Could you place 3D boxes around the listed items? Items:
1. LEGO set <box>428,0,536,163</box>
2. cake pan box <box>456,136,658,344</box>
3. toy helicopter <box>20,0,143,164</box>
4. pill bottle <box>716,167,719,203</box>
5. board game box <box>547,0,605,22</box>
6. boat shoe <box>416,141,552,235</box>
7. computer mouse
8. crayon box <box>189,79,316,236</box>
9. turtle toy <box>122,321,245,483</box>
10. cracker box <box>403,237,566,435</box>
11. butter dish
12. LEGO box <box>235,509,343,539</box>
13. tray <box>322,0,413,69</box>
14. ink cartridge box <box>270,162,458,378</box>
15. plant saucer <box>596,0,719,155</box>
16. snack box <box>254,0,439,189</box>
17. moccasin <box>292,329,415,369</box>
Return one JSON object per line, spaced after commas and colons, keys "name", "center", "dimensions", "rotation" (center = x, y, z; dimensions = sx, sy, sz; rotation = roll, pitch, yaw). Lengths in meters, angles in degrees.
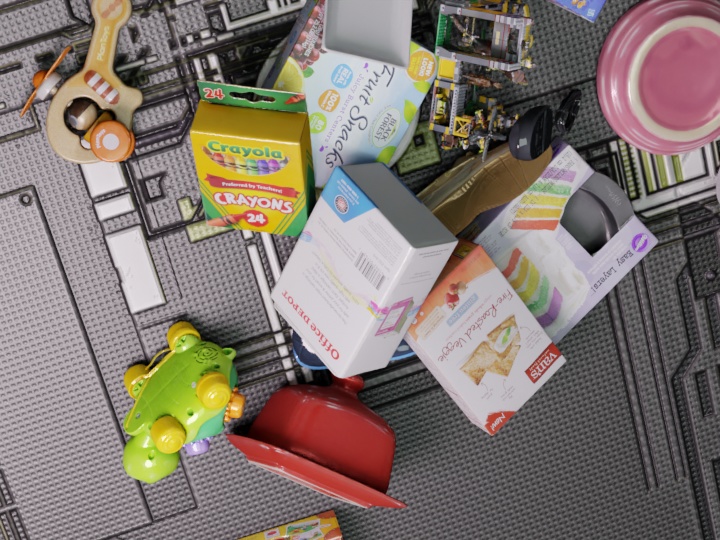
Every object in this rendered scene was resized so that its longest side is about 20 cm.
{"name": "LEGO set", "center": [0.161, -0.225, 1.662], "dimensions": [0.153, 0.115, 0.202], "rotation": [-6, 109, -57]}
{"name": "cake pan box", "center": [0.244, -0.037, 1.804], "dimensions": [0.200, 0.052, 0.184], "rotation": [-44, 112, 5]}
{"name": "toy helicopter", "center": [-0.305, -0.221, 1.634], "dimensions": [0.131, 0.079, 0.202], "rotation": [13, 94, -6]}
{"name": "pill bottle", "center": [0.550, -0.096, 1.812], "dimensions": [0.198, 0.112, 0.113], "rotation": [14, 105, -15]}
{"name": "board game box", "center": [0.183, -0.340, 1.613], "dimensions": [0.134, 0.200, 0.045], "rotation": [26, 102, -17]}
{"name": "boat shoe", "center": [0.134, -0.108, 1.748], "dimensions": [0.199, 0.069, 0.074], "rotation": [-33, 132, 3]}
{"name": "computer mouse", "center": [0.214, -0.174, 1.696], "dimensions": [0.034, 0.200, 0.059], "rotation": [12, 114, 24]}
{"name": "crayon box", "center": [-0.119, -0.121, 1.628], "dimensions": [0.126, 0.051, 0.201], "rotation": [7, 144, 8]}
{"name": "turtle toy", "center": [-0.216, 0.168, 1.741], "dimensions": [0.200, 0.146, 0.101], "rotation": [-45, 132, 6]}
{"name": "cracker box", "center": [0.140, 0.080, 1.752], "dimensions": [0.134, 0.058, 0.200], "rotation": [-44, 115, -10]}
{"name": "butter dish", "center": [-0.038, 0.191, 1.768], "dimensions": [0.199, 0.199, 0.149], "rotation": [25, 78, -19]}
{"name": "LEGO box", "center": [-0.106, 0.414, 1.863], "dimensions": [0.198, 0.077, 0.150], "rotation": [-16, 110, -6]}
{"name": "tray", "center": [0.009, -0.326, 1.632], "dimensions": [0.106, 0.022, 0.202], "rotation": [10, 75, -22]}
{"name": "ink cartridge box", "center": [0.000, 0.000, 1.656], "dimensions": [0.084, 0.145, 0.201], "rotation": [-9, 138, -47]}
{"name": "plant saucer", "center": [0.387, -0.235, 1.768], "dimensions": [0.198, 0.051, 0.203], "rotation": [-3, 108, -10]}
{"name": "snack box", "center": [-0.024, -0.200, 1.687], "dimensions": [0.168, 0.068, 0.201], "rotation": [27, 102, -18]}
{"name": "moccasin", "center": [0.015, 0.070, 1.769], "dimensions": [0.198, 0.081, 0.069], "rotation": [-17, 133, -7]}
